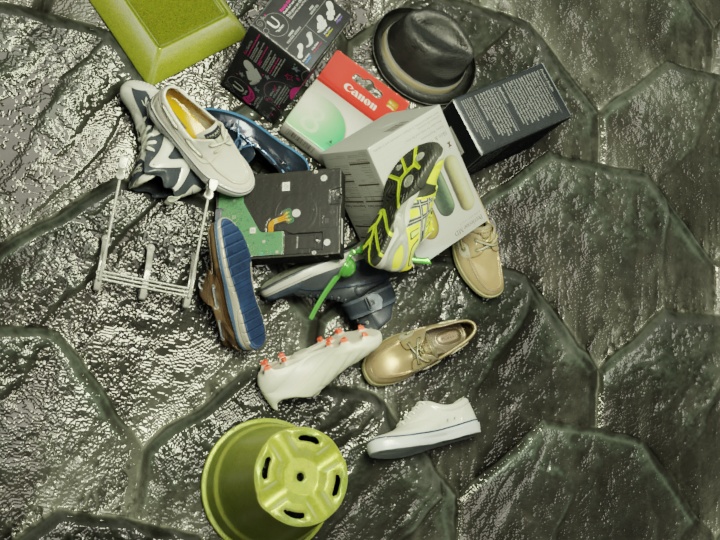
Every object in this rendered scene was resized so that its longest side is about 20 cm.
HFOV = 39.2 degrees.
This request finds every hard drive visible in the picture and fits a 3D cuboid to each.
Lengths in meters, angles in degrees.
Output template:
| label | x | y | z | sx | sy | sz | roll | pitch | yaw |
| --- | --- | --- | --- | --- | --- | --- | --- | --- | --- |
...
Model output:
| label | x | y | z | sx | sy | sz | roll | pitch | yaw |
| --- | --- | --- | --- | --- | --- | --- | --- | --- | --- |
| hard drive | -0.122 | -0.079 | 1.539 | 0.199 | 0.038 | 0.140 | -4 | 72 | 11 |

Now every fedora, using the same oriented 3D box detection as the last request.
| label | x | y | z | sx | sy | sz | roll | pitch | yaw |
| --- | --- | --- | --- | --- | --- | --- | --- | --- | --- |
| fedora | 0.124 | -0.385 | 1.744 | 0.200 | 0.092 | 0.201 | 6 | 73 | -19 |

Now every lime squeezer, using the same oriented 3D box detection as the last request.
| label | x | y | z | sx | sy | sz | roll | pitch | yaw |
| --- | --- | --- | --- | --- | --- | --- | --- | --- | --- |
| lime squeezer | 0.000 | 0.000 | 1.510 | 0.199 | 0.038 | 0.071 | -26 | 104 | -2 |

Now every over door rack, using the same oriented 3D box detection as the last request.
| label | x | y | z | sx | sy | sz | roll | pitch | yaw |
| --- | --- | --- | --- | --- | --- | --- | --- | --- | --- |
| over door rack | -0.301 | -0.056 | 1.486 | 0.147 | 0.067 | 0.201 | 12 | 95 | -17 |

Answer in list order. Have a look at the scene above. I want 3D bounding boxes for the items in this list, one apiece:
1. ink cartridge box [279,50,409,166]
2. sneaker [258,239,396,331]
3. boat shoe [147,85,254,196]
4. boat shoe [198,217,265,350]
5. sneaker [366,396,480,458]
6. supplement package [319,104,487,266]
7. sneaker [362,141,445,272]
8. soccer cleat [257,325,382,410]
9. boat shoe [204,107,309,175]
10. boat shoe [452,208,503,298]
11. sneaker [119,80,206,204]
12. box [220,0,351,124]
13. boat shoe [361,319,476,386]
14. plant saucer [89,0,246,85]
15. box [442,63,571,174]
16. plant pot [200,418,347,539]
| label | x | y | z | sx | sy | sz | roll | pitch | yaw |
| --- | --- | --- | --- | --- | --- | --- | --- | --- | --- |
| ink cartridge box | -0.018 | -0.261 | 1.681 | 0.161 | 0.050 | 0.200 | 35 | 68 | -8 |
| sneaker | -0.043 | 0.049 | 1.563 | 0.202 | 0.077 | 0.147 | -19 | 101 | -4 |
| boat shoe | -0.226 | -0.193 | 1.495 | 0.200 | 0.070 | 0.071 | 48 | 59 | -11 |
| boat shoe | -0.201 | 0.023 | 1.491 | 0.072 | 0.072 | 0.201 | -21 | 101 | -63 |
| sneaker | 0.091 | 0.242 | 1.568 | 0.199 | 0.073 | 0.071 | -7 | 68 | -32 |
| supplement package | 0.068 | -0.131 | 1.585 | 0.152 | 0.151 | 0.200 | -34 | 109 | -25 |
| sneaker | 0.074 | -0.091 | 1.469 | 0.076 | 0.075 | 0.201 | 23 | 97 | -32 |
| soccer cleat | -0.057 | 0.144 | 1.523 | 0.199 | 0.069 | 0.078 | -21 | 106 | -5 |
| boat shoe | -0.172 | -0.186 | 1.578 | 0.199 | 0.084 | 0.069 | 24 | 54 | -10 |
| boat shoe | 0.192 | -0.053 | 1.680 | 0.072 | 0.065 | 0.201 | -15 | 80 | -24 |
| sneaker | -0.319 | -0.184 | 1.524 | 0.199 | 0.079 | 0.130 | 52 | 55 | -11 |
| box | -0.120 | -0.345 | 1.581 | 0.115 | 0.200 | 0.132 | 37 | 65 | -8 |
| boat shoe | 0.094 | 0.123 | 1.599 | 0.199 | 0.065 | 0.072 | -19 | 82 | -25 |
| plant saucer | -0.308 | -0.426 | 1.619 | 0.200 | 0.048 | 0.200 | -34 | 88 | -25 |
| box | 0.225 | -0.246 | 1.712 | 0.200 | 0.148 | 0.107 | -25 | 85 | -25 |
| plant pot | -0.106 | 0.293 | 1.407 | 0.200 | 0.184 | 0.201 | 6 | 72 | -19 |
